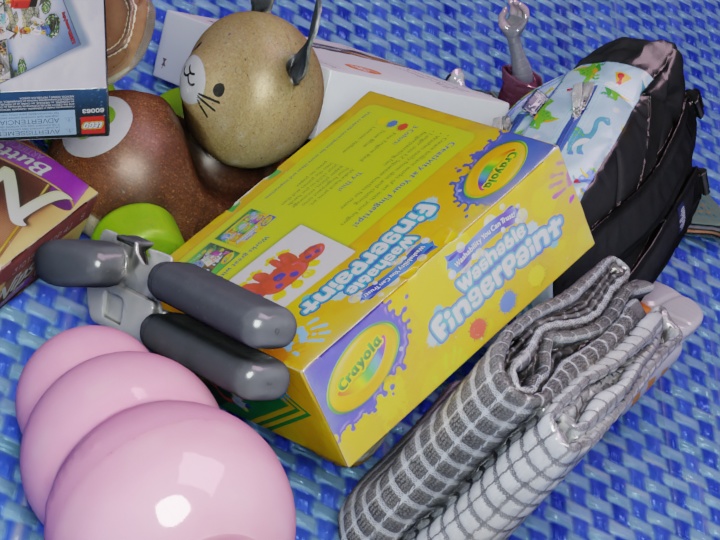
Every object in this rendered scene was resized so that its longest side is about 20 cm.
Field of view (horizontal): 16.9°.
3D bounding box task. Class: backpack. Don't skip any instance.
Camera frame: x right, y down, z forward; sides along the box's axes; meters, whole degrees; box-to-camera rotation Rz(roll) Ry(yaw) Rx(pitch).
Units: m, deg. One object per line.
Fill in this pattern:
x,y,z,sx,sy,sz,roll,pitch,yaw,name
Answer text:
0.131,-0.030,1.524,0.152,0.164,0.201,4,45,16,backpack

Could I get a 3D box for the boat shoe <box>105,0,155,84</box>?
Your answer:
-0.214,-0.149,1.433,0.198,0.076,0.072,5,-7,29,boat shoe

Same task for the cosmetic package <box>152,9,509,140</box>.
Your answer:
-0.022,-0.119,1.593,0.150,0.052,0.199,5,13,-38,cosmetic package

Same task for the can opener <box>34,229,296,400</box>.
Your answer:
-0.108,0.021,1.258,0.066,0.054,0.200,3,11,-32,can opener

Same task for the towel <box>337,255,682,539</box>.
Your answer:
0.084,0.085,1.357,0.086,0.166,0.200,43,32,5,towel

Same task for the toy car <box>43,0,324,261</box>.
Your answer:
-0.085,-0.103,1.437,0.157,0.201,0.165,10,37,-35,toy car

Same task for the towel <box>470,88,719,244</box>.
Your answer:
0.178,-0.079,1.845,0.199,0.022,0.147,5,39,-38,towel

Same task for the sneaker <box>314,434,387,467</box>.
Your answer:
0.021,0.039,1.448,0.075,0.088,0.200,30,28,-2,sneaker

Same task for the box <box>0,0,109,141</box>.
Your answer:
-0.211,-0.155,1.359,0.135,0.038,0.201,-3,48,-4,box

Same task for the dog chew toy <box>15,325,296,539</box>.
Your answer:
-0.113,0.098,1.203,0.124,0.125,0.200,10,26,-35,dog chew toy

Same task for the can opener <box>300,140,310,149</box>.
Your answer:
0.027,-0.020,1.571,0.199,0.079,0.063,21,22,-38,can opener

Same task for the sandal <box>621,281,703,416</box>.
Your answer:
0.137,0.069,1.558,0.079,0.060,0.206,32,46,32,sandal

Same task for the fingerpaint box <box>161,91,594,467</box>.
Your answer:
0.000,0.000,1.336,0.200,0.074,0.166,-41,36,-24,fingerpaint box

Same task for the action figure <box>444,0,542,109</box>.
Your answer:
0.114,-0.090,1.715,0.200,0.134,0.149,31,-23,55,action figure

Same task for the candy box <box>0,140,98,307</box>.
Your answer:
-0.259,-0.062,1.352,0.199,0.057,0.117,36,32,6,candy box
